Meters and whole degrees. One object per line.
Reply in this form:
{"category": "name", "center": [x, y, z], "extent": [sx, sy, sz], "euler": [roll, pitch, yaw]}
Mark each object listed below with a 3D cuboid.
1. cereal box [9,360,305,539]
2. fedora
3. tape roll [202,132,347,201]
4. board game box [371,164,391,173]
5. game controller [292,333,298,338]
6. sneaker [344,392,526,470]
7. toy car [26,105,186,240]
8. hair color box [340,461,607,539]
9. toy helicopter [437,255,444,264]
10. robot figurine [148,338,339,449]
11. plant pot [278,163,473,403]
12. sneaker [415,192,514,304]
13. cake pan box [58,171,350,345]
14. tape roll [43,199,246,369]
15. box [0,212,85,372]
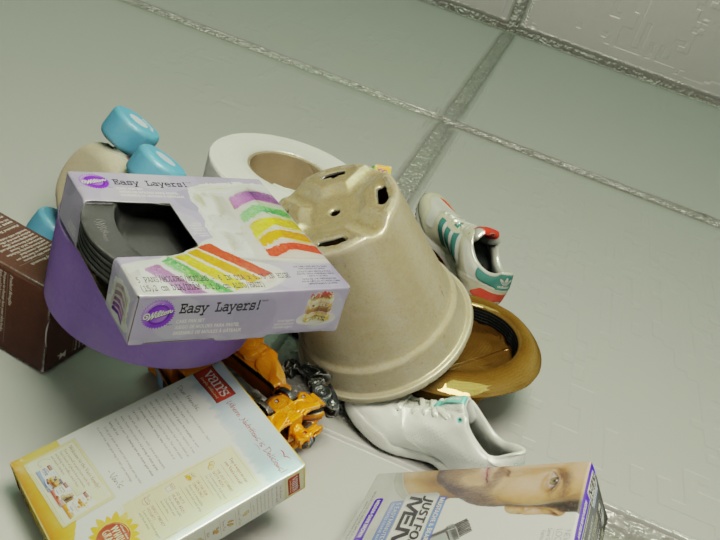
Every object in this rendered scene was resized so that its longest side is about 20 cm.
{"category": "cereal box", "center": [-0.165, 0.170, 0.705], "extent": [0.199, 0.040, 0.144], "euler": [-24, 49, -28]}
{"category": "fedora", "center": [0.105, 0.102, 0.972], "extent": [0.200, 0.082, 0.201], "euler": [7, 35, -5]}
{"category": "tape roll", "center": [-0.097, -0.094, 1.048], "extent": [0.202, 0.071, 0.203], "euler": [16, 29, -9]}
{"category": "board game box", "center": [0.005, -0.082, 1.125], "extent": [0.030, 0.096, 0.200], "euler": [7, 0, -12]}
{"category": "game controller", "center": [0.002, 0.030, 1.035], "extent": [0.104, 0.042, 0.200], "euler": [26, 48, 38]}
{"category": "sneaker", "center": [0.079, 0.155, 0.866], "extent": [0.200, 0.089, 0.075], "euler": [29, 33, 18]}
{"category": "toy car", "center": [-0.245, -0.052, 1.000], "extent": [0.200, 0.185, 0.177], "euler": [29, 15, -47]}
{"category": "hair color box", "center": [0.091, 0.216, 0.695], "extent": [0.199, 0.065, 0.109], "euler": [-9, 20, 26]}
{"category": "toy helicopter", "center": [0.140, 0.015, 1.161], "extent": [0.132, 0.079, 0.200], "euler": [10, 37, -32]}
{"category": "robot figurine", "center": [-0.117, 0.117, 0.842], "extent": [0.200, 0.058, 0.145], "euler": [36, 44, 29]}
{"category": "plant pot", "center": [0.000, 0.000, 0.874], "extent": [0.200, 0.184, 0.201], "euler": [-12, 42, 11]}
{"category": "sneaker", "center": [0.139, -0.039, 1.087], "extent": [0.070, 0.093, 0.200], "euler": [3, 50, -32]}
{"category": "cake pan box", "center": [-0.137, -0.016, 0.716], "extent": [0.199, 0.052, 0.184], "euler": [-1, 34, -36]}
{"category": "tape roll", "center": [-0.187, -0.004, 0.798], "extent": [0.199, 0.085, 0.200], "euler": [17, 28, -9]}
{"category": "box", "center": [-0.367, 0.005, 0.859], "extent": [0.199, 0.100, 0.075], "euler": [28, 31, 16]}
